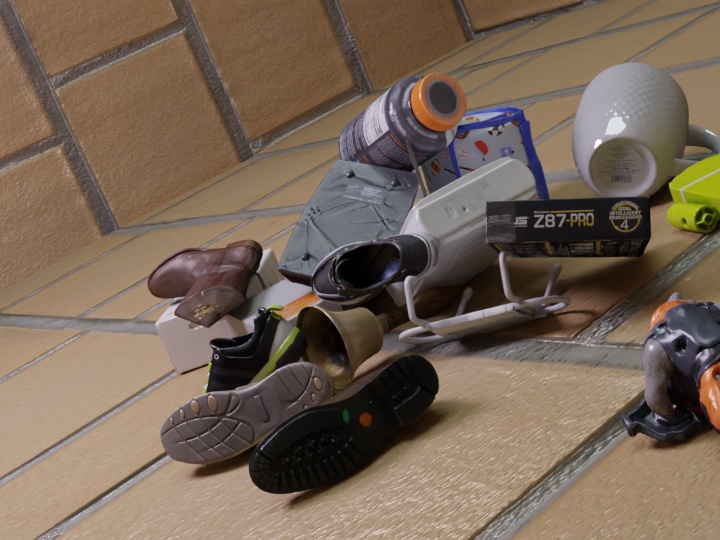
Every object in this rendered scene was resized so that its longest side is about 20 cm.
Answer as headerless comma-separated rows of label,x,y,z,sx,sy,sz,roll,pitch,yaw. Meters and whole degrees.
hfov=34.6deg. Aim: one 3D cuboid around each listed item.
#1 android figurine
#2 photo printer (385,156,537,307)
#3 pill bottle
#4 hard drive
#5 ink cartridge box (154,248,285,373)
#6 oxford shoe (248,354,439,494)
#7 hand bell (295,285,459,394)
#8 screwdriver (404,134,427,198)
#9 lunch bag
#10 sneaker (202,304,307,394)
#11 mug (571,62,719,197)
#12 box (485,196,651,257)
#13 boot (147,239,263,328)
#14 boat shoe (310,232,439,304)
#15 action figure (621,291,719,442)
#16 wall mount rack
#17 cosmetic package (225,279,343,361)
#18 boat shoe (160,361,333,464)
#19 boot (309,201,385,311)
android figurine,0.432,-0.098,1.310,0.181,0.041,0.200,-27,15,-12
photo printer,0.114,-0.037,1.397,0.166,0.070,0.200,-29,-19,-24
pill bottle,0.059,-0.187,1.520,0.106,0.107,0.200,-33,2,-33
hard drive,-0.010,-0.053,1.471,0.134,0.042,0.201,12,53,20
ink cartridge box,-0.195,0.056,1.677,0.143,0.084,0.200,-20,15,14
oxford shoe,-0.019,0.153,1.105,0.199,0.073,0.084,-27,-2,-18
hand bell,0.035,0.056,1.326,0.199,0.105,0.104,-23,12,-33
screwdriver,0.091,-0.085,1.487,0.028,0.201,0.029,1,26,42
lunch bag,0.173,-0.131,1.580,0.123,0.171,0.199,-26,16,-29
sneaker,-0.145,0.112,1.306,0.200,0.083,0.072,-43,7,16
mug,0.370,-0.163,1.486,0.198,0.149,0.176,12,33,12
box,0.219,-0.041,1.210,0.160,0.050,0.200,-3,-4,12
boot,-0.227,0.030,1.552,0.185,0.065,0.200,-21,21,14
boat shoe,0.000,0.000,1.312,0.066,0.071,0.199,-4,-4,-43
action figure,0.293,0.057,0.859,0.199,0.105,0.193,-29,25,-13
wall mount rack,0.141,0.029,1.271,0.199,0.075,0.173,-15,-16,27
cosmetic package,-0.094,0.072,1.483,0.101,0.072,0.200,-29,14,-19
boat shoe,-0.117,0.157,1.236,0.199,0.076,0.072,-18,-12,11
boot,-0.025,-0.029,1.552,0.073,0.154,0.204,-28,8,29
